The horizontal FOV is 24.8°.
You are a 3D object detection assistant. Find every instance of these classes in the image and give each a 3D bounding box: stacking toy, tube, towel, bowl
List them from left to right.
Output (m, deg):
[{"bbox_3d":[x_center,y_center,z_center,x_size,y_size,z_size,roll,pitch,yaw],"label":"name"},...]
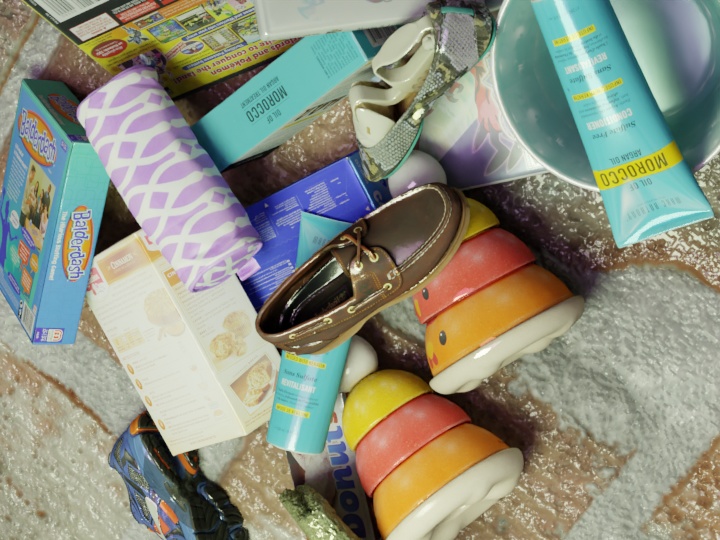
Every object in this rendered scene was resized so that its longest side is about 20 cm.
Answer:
[{"bbox_3d":[-0.036,0.055,1.399,0.077,0.050,0.201,13,95,18],"label":"tube"},{"bbox_3d":[-0.011,0.250,1.426,0.036,0.200,0.149,-39,92,-7],"label":"towel"},{"bbox_3d":[0.034,0.138,1.432,0.146,0.146,0.200,-46,70,27],"label":"stacking toy"},{"bbox_3d":[0.081,-0.010,1.365,0.146,0.146,0.200,-34,81,28],"label":"stacking toy"},{"bbox_3d":[0.188,-0.118,1.205,0.077,0.050,0.200,-17,104,34],"label":"tube"},{"bbox_3d":[0.212,-0.167,1.268,0.200,0.105,0.202,7,108,21],"label":"bowl"}]

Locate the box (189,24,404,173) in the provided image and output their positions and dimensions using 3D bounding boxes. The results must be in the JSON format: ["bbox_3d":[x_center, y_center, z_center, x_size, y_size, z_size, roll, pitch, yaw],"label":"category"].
[{"bbox_3d":[-0.051,-0.154,1.378,0.200,0.082,0.049,-32,87,37],"label":"box"}]

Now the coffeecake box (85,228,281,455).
[{"bbox_3d":[-0.160,0.056,1.477,0.153,0.073,0.200,-22,98,56],"label":"coffeecake box"}]

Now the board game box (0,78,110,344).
[{"bbox_3d":[-0.286,-0.055,1.500,0.152,0.045,0.201,46,128,50],"label":"board game box"}]

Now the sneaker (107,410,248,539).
[{"bbox_3d":[-0.176,0.234,1.582,0.078,0.075,0.200,-31,85,36],"label":"sneaker"}]

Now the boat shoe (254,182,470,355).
[{"bbox_3d":[0.000,0.000,1.317,0.200,0.070,0.070,-43,56,19],"label":"boat shoe"}]

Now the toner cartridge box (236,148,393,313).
[{"bbox_3d":[-0.054,-0.027,1.445,0.200,0.043,0.095,-24,97,34],"label":"toner cartridge box"}]

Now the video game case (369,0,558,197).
[{"bbox_3d":[0.076,-0.167,1.371,0.182,0.023,0.201,-11,102,25],"label":"video game case"}]

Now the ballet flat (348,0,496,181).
[{"bbox_3d":[0.030,-0.146,1.300,0.072,0.072,0.200,44,134,5],"label":"ballet flat"}]

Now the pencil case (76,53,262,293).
[{"bbox_3d":[-0.161,-0.078,1.381,0.084,0.085,0.200,-32,81,8],"label":"pencil case"}]

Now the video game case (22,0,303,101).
[{"bbox_3d":[-0.156,-0.222,1.379,0.200,0.026,0.181,-18,142,30],"label":"video game case"}]

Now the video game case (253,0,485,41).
[{"bbox_3d":[-0.006,-0.289,1.285,0.181,0.024,0.201,-9,87,-13],"label":"video game case"}]

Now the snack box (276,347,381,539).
[{"bbox_3d":[-0.035,0.160,1.518,0.072,0.024,0.201,-8,103,23],"label":"snack box"}]
